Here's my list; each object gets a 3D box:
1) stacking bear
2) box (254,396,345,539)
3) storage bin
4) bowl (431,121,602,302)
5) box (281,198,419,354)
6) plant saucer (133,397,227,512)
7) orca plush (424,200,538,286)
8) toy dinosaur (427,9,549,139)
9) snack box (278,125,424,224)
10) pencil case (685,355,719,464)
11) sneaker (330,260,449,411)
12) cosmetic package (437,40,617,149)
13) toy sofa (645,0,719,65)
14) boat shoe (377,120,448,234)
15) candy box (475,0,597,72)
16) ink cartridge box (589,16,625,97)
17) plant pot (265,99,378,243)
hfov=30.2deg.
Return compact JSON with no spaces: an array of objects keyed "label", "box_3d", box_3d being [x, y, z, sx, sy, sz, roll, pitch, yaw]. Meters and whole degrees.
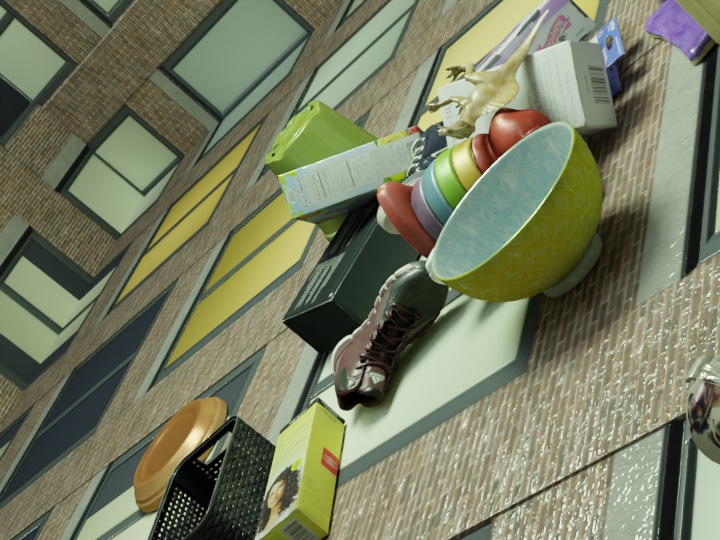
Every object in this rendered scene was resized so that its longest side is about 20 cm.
[{"label":"stacking bear","box_3d":[0.136,-0.106,1.482,0.200,0.114,0.121,-40,-18,33]},{"label":"box","box_3d":[-0.064,0.230,1.473,0.075,0.050,0.200,-43,17,23]},{"label":"storage bin","box_3d":[-0.166,0.284,1.549,0.135,0.094,0.201,-41,19,27]},{"label":"bowl","box_3d":[0.175,-0.036,1.320,0.200,0.108,0.200,-44,17,17]},{"label":"box","box_3d":[0.000,0.000,1.760,0.141,0.079,0.201,-28,26,57]},{"label":"plant saucer","box_3d":[-0.274,0.266,1.977,0.200,0.037,0.200,-46,16,17]},{"label":"orca plush","box_3d":[0.161,-0.049,1.444,0.200,0.105,0.071,-46,-7,10]},{"label":"toy dinosaur","box_3d":[0.141,-0.201,1.477,0.101,0.058,0.200,6,51,49]},{"label":"snack box","box_3d":[0.005,-0.127,1.807,0.198,0.068,0.169,-21,-4,8]},{"label":"pencil case","box_3d":[0.277,0.089,0.803,0.078,0.090,0.200,-37,11,-17]},{"label":"sneaker","box_3d":[0.035,0.089,1.506,0.200,0.075,0.116,-53,18,31]},{"label":"cosmetic package","box_3d":[0.189,-0.188,1.534,0.199,0.103,0.074,-16,-7,42]},{"label":"toy sofa","box_3d":[0.355,-0.308,1.486,0.098,0.083,0.200,-45,17,12]},{"label":"boat shoe","box_3d":[0.083,-0.121,1.663,0.199,0.093,0.075,-27,-36,-27]},{"label":"candy box","box_3d":[0.204,-0.267,1.732,0.168,0.072,0.200,-47,4,-4]},{"label":"ink cartridge box","box_3d":[0.252,-0.208,1.615,0.200,0.042,0.120,-46,17,26]},{"label":"plant pot","box_3d":[-0.035,-0.146,1.978,0.200,0.190,0.200,-46,16,17]}]
